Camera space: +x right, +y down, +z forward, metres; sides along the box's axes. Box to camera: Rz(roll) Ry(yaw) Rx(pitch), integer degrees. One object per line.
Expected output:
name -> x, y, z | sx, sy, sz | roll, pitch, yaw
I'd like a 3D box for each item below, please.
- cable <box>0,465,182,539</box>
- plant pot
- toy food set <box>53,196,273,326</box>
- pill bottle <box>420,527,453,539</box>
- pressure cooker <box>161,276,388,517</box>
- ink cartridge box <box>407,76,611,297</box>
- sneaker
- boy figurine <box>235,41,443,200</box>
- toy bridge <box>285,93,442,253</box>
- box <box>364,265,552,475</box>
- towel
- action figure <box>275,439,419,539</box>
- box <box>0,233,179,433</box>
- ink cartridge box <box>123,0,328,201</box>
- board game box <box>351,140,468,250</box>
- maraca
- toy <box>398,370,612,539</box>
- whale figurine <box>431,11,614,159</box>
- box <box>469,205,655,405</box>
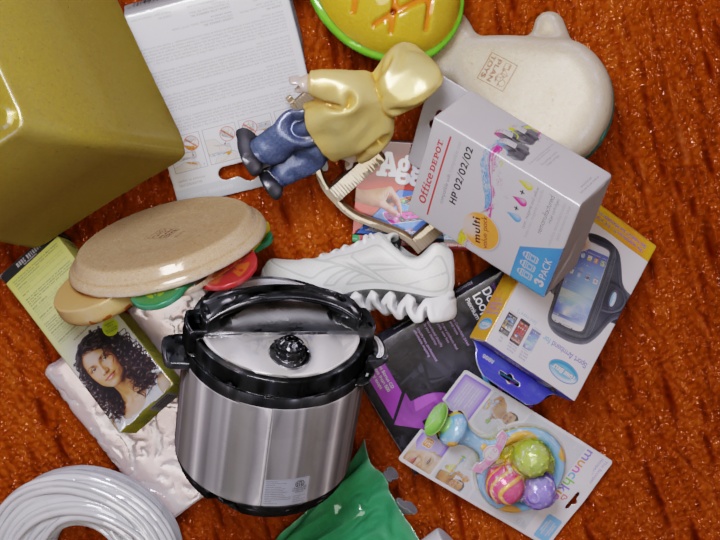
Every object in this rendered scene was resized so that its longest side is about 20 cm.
cable -> -0.275, 0.290, 1.402 | 0.198, 0.069, 0.202 | -21, 101, 12
plant pot -> -0.312, -0.145, 1.241 | 0.194, 0.200, 0.196 | -29, 83, 19
toy food set -> -0.178, -0.013, 1.306 | 0.196, 0.200, 0.049 | -5, 114, 21
pill bottle -> 0.027, 0.355, 1.405 | 0.200, 0.113, 0.113 | -40, 97, 5
pressure cooker -> -0.078, 0.100, 1.282 | 0.178, 0.176, 0.202 | 26, 127, 25
ink cartridge box -> 0.118, -0.081, 1.288 | 0.199, 0.068, 0.116 | 33, 135, 19
sneaker -> 0.000, 0.000, 1.357 | 0.198, 0.075, 0.082 | 7, 99, 16
boy figurine -> -0.019, -0.146, 1.287 | 0.199, 0.065, 0.124 | -31, 135, 14
toy bridge -> -0.005, -0.094, 1.360 | 0.067, 0.027, 0.200 | -40, 100, 11
box -> 0.104, 0.095, 1.400 | 0.199, 0.036, 0.144 | -31, 105, 2
towel -> -0.185, 0.124, 1.408 | 0.190, 0.032, 0.201 | -36, 98, 3
action figure -> -0.033, 0.277, 1.410 | 0.200, 0.054, 0.119 | -40, 60, 21
box -> -0.259, 0.058, 1.356 | 0.075, 0.050, 0.200 | -42, 77, 3
ink cartridge box -> -0.128, -0.179, 1.369 | 0.160, 0.050, 0.202 | -14, 116, 0
board game box -> 0.093, -0.073, 1.391 | 0.198, 0.019, 0.104 | 4, 97, -2
maraca -> 0.006, -0.278, 1.313 | 0.199, 0.107, 0.138 | 34, 74, -3
toy -> 0.150, 0.197, 1.394 | 0.199, 0.047, 0.116 | 33, 102, -17
whale figurine -> 0.151, -0.174, 1.350 | 0.199, 0.104, 0.160 | 30, 93, 19
box -> 0.193, 0.030, 1.360 | 0.119, 0.041, 0.201 | 32, 79, -20
